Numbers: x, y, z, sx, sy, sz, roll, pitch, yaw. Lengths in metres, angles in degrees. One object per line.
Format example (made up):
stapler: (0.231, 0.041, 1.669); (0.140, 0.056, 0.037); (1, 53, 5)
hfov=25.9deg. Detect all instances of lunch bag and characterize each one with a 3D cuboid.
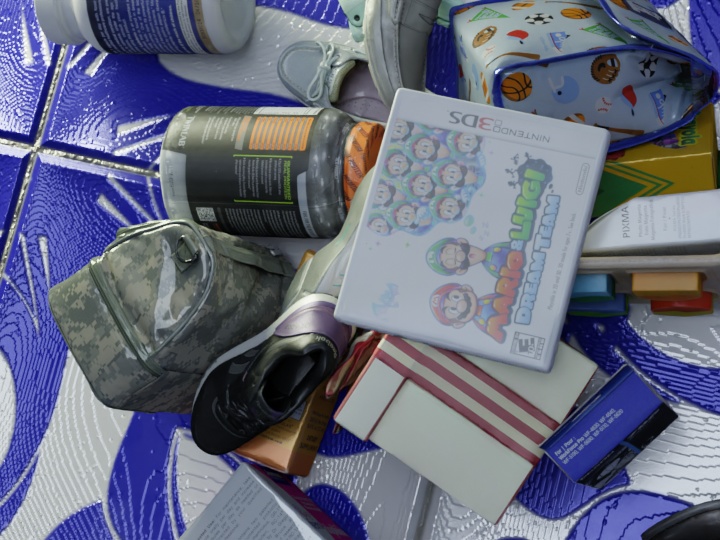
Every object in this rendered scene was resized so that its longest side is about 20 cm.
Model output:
lunch bag: (0.193, -0.181, 1.366); (0.198, 0.170, 0.125); (-10, 121, -5)
lunch bag: (-0.159, 0.033, 1.432); (0.167, 0.200, 0.140); (-34, 70, 14)

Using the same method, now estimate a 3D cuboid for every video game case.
video game case: (0.089, -0.035, 1.256); (0.181, 0.024, 0.202); (13, 81, 16)

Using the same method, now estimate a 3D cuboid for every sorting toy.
sorting toy: (0.230, 0.016, 1.318); (0.198, 0.185, 0.037); (-6, 78, 17)

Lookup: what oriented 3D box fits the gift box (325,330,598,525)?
gift box: (0.079, 0.101, 1.358); (0.186, 0.200, 0.185); (34, 86, 4)

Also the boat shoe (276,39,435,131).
boat shoe: (0.005, -0.171, 1.488); (0.201, 0.065, 0.075); (30, 89, 19)

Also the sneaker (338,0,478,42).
sneaker: (0.058, -0.242, 1.489); (0.200, 0.074, 0.118); (46, 107, 12)

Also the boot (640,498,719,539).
boot: (0.343, 0.275, 1.299); (0.198, 0.069, 0.176); (-11, 76, 13)

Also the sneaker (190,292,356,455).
sneaker: (-0.089, 0.104, 1.352); (0.076, 0.088, 0.200); (39, 119, -11)

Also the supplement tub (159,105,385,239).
supplement tub: (-0.077, -0.092, 1.469); (0.198, 0.122, 0.124); (3, 81, 17)

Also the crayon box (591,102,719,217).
crayon box: (0.244, -0.097, 1.370); (0.198, 0.127, 0.051); (-6, 114, 15)

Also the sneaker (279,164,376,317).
sneaker: (0.000, 0.000, 1.390); (0.080, 0.071, 0.201); (32, 104, -23)

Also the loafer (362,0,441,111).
loafer: (0.042, -0.241, 1.417); (0.069, 0.070, 0.202); (-6, 88, 28)

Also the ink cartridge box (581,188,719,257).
ink cartridge box: (0.221, -0.023, 1.342); (0.198, 0.162, 0.058); (0, 79, 17)

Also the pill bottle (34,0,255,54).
pill bottle: (-0.213, -0.272, 1.548); (0.198, 0.116, 0.117); (2, 80, 17)

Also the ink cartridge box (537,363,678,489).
ink cartridge box: (0.209, 0.134, 1.297); (0.099, 0.200, 0.039); (-44, 71, 6)

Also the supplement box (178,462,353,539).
supplement box: (-0.052, 0.277, 1.402); (0.200, 0.101, 0.104); (40, 92, 19)

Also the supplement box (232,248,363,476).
supplement box: (-0.050, 0.087, 1.456); (0.068, 0.067, 0.201); (18, 86, 19)
